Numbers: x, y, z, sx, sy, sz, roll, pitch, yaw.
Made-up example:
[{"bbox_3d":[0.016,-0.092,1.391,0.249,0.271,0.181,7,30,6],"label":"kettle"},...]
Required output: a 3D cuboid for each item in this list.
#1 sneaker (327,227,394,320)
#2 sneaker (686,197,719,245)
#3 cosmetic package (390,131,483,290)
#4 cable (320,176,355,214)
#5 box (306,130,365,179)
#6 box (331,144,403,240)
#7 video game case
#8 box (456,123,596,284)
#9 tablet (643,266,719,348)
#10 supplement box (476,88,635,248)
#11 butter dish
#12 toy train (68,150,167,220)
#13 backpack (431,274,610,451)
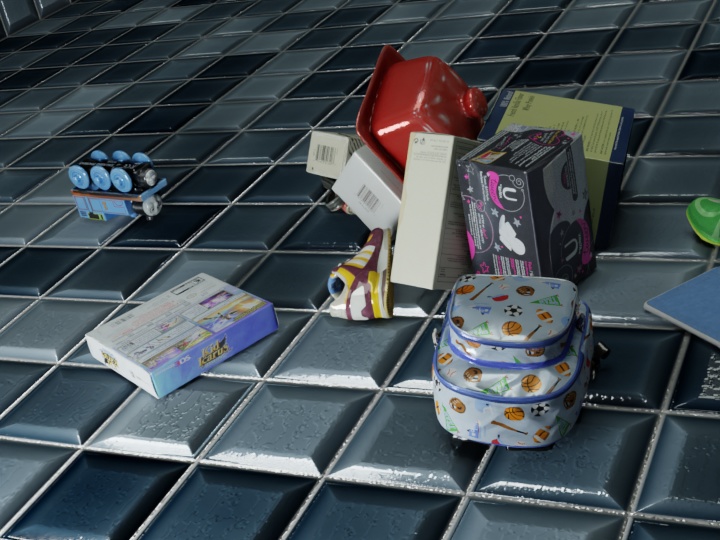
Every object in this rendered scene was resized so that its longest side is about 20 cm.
[{"bbox_3d":[0.000,0.000,1.566,0.090,0.075,0.200,-5,27,4],"label":"sneaker"},{"bbox_3d":[0.502,-0.065,1.461,0.074,0.084,0.200,-23,28,-19],"label":"sneaker"},{"bbox_3d":[0.107,-0.077,1.502,0.073,0.201,0.103,11,4,36],"label":"cosmetic package"},{"bbox_3d":[-0.029,-0.126,1.884,0.097,0.050,0.200,-33,19,-14],"label":"cable"},{"bbox_3d":[0.010,-0.182,1.830,0.082,0.069,0.200,16,12,37],"label":"box"},{"bbox_3d":[0.076,-0.149,1.735,0.124,0.098,0.200,48,52,9],"label":"box"},{"bbox_3d":[-0.242,0.083,1.543,0.200,0.046,0.181,-30,30,-30],"label":"video game case"},{"bbox_3d":[0.220,-0.071,1.466,0.115,0.200,0.132,16,39,41],"label":"box"},{"bbox_3d":[0.445,0.053,1.336,0.130,0.014,0.200,-23,28,-19],"label":"tablet"},{"bbox_3d":[0.274,-0.150,1.621,0.199,0.135,0.200,11,32,12],"label":"supplement box"},{"bbox_3d":[0.114,-0.217,1.613,0.148,0.200,0.200,-18,40,38],"label":"butter dish"},{"bbox_3d":[-0.424,-0.145,1.989,0.200,0.114,0.087,7,36,34],"label":"toy train"},{"bbox_3d":[0.164,0.099,1.233,0.199,0.154,0.191,-1,39,16],"label":"backpack"}]
